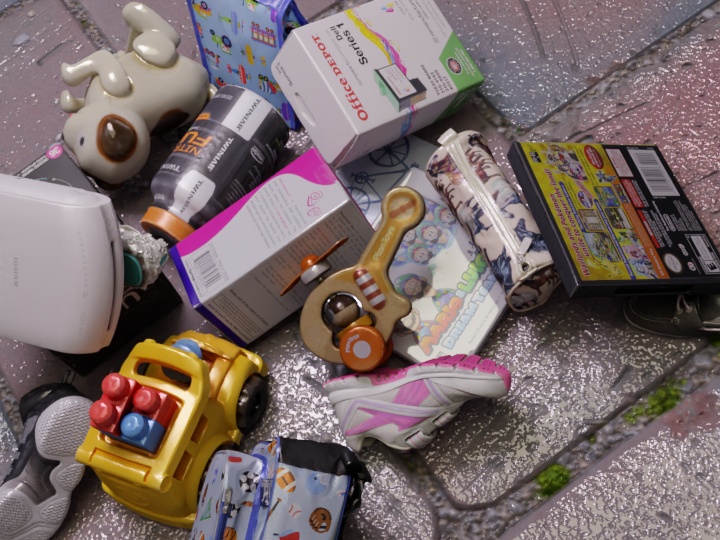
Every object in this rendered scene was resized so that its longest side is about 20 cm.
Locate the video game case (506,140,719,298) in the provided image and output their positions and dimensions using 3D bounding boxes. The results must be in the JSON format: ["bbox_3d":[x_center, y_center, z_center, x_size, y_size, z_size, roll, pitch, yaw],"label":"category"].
[{"bbox_3d":[0.265,-0.057,0.993,0.181,0.026,0.200,-1,51,-18],"label":"video game case"}]

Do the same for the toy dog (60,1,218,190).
[{"bbox_3d":[-0.286,-0.192,1.188,0.194,0.140,0.200,37,55,-13],"label":"toy dog"}]

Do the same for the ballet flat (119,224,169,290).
[{"bbox_3d":[-0.290,-0.032,1.009,0.200,0.072,0.072,19,68,15],"label":"ballet flat"}]

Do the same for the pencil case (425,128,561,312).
[{"bbox_3d":[0.142,-0.057,1.018,0.078,0.089,0.200,-27,65,-4],"label":"pencil case"}]

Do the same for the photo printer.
[{"bbox_3d":[-0.327,-0.008,0.950,0.200,0.069,0.167,12,109,17],"label":"photo printer"}]

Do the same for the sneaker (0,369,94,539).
[{"bbox_3d":[-0.344,0.204,1.028,0.200,0.075,0.114,-59,31,8],"label":"sneaker"}]

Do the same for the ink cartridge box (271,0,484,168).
[{"bbox_3d":[0.020,-0.229,1.115,0.200,0.084,0.145,-28,83,-30],"label":"ink cartridge box"}]

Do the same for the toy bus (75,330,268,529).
[{"bbox_3d":[-0.197,0.135,0.968,0.136,0.192,0.200,14,65,19],"label":"toy bus"}]

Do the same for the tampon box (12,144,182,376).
[{"bbox_3d":[-0.335,-0.011,1.105,0.150,0.126,0.200,-39,63,-10],"label":"tampon box"}]

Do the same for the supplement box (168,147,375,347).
[{"bbox_3d":[-0.091,-0.025,1.053,0.200,0.103,0.101,-35,49,5],"label":"supplement box"}]

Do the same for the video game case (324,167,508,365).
[{"bbox_3d":[0.080,0.003,1.061,0.182,0.024,0.200,30,75,19],"label":"video game case"}]

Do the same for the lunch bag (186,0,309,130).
[{"bbox_3d":[-0.133,-0.287,1.169,0.150,0.200,0.094,29,72,22],"label":"lunch bag"}]

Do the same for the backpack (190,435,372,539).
[{"bbox_3d":[-0.080,0.252,0.885,0.154,0.200,0.191,5,78,-8],"label":"backpack"}]

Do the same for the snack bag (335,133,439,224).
[{"bbox_3d":[0.053,-0.075,1.126,0.200,0.021,0.189,27,71,19],"label":"snack bag"}]

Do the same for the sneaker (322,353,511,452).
[{"bbox_3d":[0.062,0.138,0.975,0.200,0.081,0.088,-13,87,28],"label":"sneaker"}]

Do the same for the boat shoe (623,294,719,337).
[{"bbox_3d":[0.376,0.033,0.988,0.200,0.057,0.067,4,64,13],"label":"boat shoe"}]

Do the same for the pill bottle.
[{"bbox_3d":[-0.177,-0.114,1.141,0.106,0.106,0.200,24,69,21],"label":"pill bottle"}]

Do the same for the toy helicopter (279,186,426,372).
[{"bbox_3d":[0.000,0.000,0.991,0.132,0.079,0.200,28,93,9],"label":"toy helicopter"}]
